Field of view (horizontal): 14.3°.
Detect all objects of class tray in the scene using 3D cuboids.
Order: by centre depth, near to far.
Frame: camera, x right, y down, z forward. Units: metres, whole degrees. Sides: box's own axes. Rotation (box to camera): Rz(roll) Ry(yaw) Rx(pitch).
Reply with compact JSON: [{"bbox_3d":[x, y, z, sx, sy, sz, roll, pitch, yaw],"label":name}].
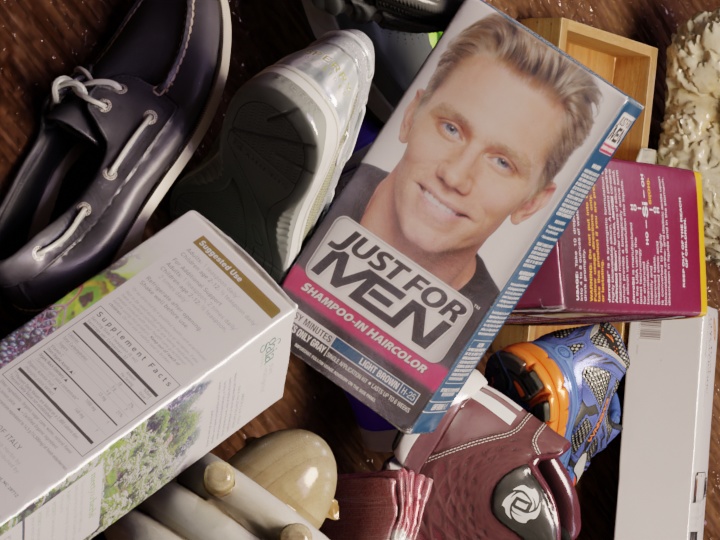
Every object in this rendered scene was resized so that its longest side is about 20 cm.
[{"bbox_3d":[0.127,-0.044,1.731,0.098,0.037,0.201,11,84,-48],"label":"tray"}]

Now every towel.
[{"bbox_3d":[-0.031,0.200,1.492,0.023,0.144,0.201,23,73,-23],"label":"towel"}]

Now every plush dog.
[{"bbox_3d":[0.273,-0.050,1.762,0.161,0.171,0.200,-66,148,-33],"label":"plush dog"}]

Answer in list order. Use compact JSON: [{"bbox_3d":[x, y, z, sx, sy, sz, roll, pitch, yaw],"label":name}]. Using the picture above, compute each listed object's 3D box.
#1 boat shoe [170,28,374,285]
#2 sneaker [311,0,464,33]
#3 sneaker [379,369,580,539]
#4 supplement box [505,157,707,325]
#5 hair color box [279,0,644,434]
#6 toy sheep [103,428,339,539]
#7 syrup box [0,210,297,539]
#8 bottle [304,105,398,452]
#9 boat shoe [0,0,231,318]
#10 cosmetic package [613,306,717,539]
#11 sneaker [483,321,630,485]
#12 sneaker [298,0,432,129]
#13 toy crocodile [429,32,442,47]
[{"bbox_3d":[-0.042,-0.051,1.435,0.074,0.202,0.065,41,60,9],"label":"boat shoe"},{"bbox_3d":[-0.027,-0.200,1.445,0.199,0.075,0.116,19,79,-3],"label":"sneaker"},{"bbox_3d":[0.051,0.159,1.545,0.200,0.115,0.076,-65,169,20],"label":"sneaker"},{"bbox_3d":[0.102,-0.015,1.568,0.200,0.110,0.086,3,83,-61],"label":"supplement box"},{"bbox_3d":[0.045,-0.027,1.439,0.200,0.100,0.061,-57,167,5],"label":"hair color box"},{"bbox_3d":[-0.080,0.164,1.438,0.200,0.138,0.138,-50,130,-7],"label":"toy sheep"},{"bbox_3d":[-0.129,0.066,1.367,0.200,0.081,0.079,-37,157,-28],"label":"syrup box"},{"bbox_3d":[0.000,0.000,1.567,0.083,0.065,0.201,-36,118,-45],"label":"bottle"},{"bbox_3d":[-0.126,-0.070,1.418,0.063,0.073,0.201,38,69,-44],"label":"boat shoe"},{"bbox_3d":[0.189,0.120,1.774,0.083,0.050,0.201,12,83,-79],"label":"cosmetic package"},{"bbox_3d":[0.112,0.096,1.627,0.078,0.075,0.200,-26,158,-19],"label":"sneaker"},{"bbox_3d":[0.028,-0.181,1.506,0.084,0.121,0.201,-16,84,-54],"label":"sneaker"},{"bbox_3d":[0.038,-0.178,1.603,0.067,0.062,0.201,-35,118,-41],"label":"toy crocodile"}]
